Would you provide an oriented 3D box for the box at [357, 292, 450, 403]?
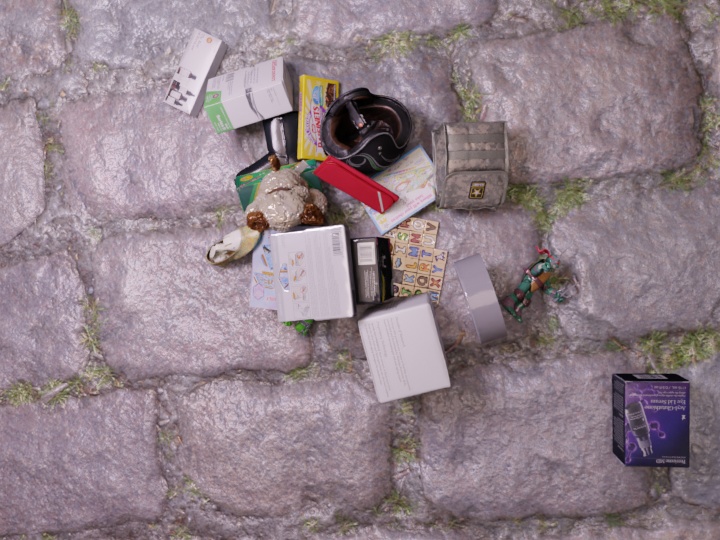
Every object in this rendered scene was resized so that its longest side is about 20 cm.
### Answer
[{"bbox_3d":[0.106,0.175,1.514,0.170,0.199,0.202,-15,93,7],"label":"box"}]

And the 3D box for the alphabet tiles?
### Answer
[{"bbox_3d":[0.129,-0.030,1.603,0.166,0.008,0.202,10,93,7],"label":"alphabet tiles"}]

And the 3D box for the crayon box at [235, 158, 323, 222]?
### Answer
[{"bbox_3d":[-0.191,-0.186,1.566,0.198,0.058,0.119,-14,130,-3],"label":"crayon box"}]

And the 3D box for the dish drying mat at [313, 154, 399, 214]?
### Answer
[{"bbox_3d":[-0.009,-0.197,1.505,0.199,0.077,0.018,28,52,-24],"label":"dish drying mat"}]

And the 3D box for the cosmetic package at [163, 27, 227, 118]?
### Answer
[{"bbox_3d":[-0.417,-0.498,1.631,0.082,0.051,0.201,25,94,4],"label":"cosmetic package"}]

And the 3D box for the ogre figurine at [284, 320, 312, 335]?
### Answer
[{"bbox_3d":[-0.169,0.050,1.601,0.120,0.098,0.201,-39,70,24],"label":"ogre figurine"}]

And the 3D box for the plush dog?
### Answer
[{"bbox_3d":[-0.171,-0.153,1.445,0.198,0.172,0.161,-11,128,-4],"label":"plush dog"}]

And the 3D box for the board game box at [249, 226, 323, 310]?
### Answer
[{"bbox_3d":[-0.170,-0.004,1.521,0.198,0.041,0.202,4,89,32],"label":"board game box"}]

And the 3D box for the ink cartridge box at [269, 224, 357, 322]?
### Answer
[{"bbox_3d":[-0.103,0.009,1.417,0.172,0.044,0.202,-6,91,14],"label":"ink cartridge box"}]

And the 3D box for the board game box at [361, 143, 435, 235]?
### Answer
[{"bbox_3d":[0.100,-0.196,1.583,0.199,0.034,0.135,-33,86,5],"label":"board game box"}]

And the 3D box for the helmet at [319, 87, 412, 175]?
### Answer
[{"bbox_3d":[0.018,-0.320,1.517,0.199,0.190,0.202,-1,88,34],"label":"helmet"}]

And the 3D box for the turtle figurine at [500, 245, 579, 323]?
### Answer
[{"bbox_3d":[0.425,0.029,1.528,0.200,0.101,0.149,-47,127,7],"label":"turtle figurine"}]

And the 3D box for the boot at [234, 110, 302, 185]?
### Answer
[{"bbox_3d":[-0.226,-0.303,1.600,0.198,0.076,0.170,-10,94,0],"label":"boot"}]

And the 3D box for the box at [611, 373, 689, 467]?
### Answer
[{"bbox_3d":[0.673,0.346,1.502,0.146,0.104,0.202,-2,91,6],"label":"box"}]

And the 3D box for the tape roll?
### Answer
[{"bbox_3d":[0.276,0.065,1.491,0.066,0.200,0.202,-19,89,8],"label":"tape roll"}]

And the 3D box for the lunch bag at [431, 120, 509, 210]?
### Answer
[{"bbox_3d":[0.257,-0.240,1.511,0.162,0.118,0.202,-3,91,-10],"label":"lunch bag"}]

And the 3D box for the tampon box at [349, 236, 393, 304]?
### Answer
[{"bbox_3d":[0.000,0.000,1.517,0.125,0.200,0.151,-3,92,12],"label":"tampon box"}]

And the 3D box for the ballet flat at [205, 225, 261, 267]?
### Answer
[{"bbox_3d":[-0.317,-0.059,1.575,0.199,0.070,0.071,-27,88,45],"label":"ballet flat"}]

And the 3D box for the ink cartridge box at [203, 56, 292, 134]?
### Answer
[{"bbox_3d":[-0.267,-0.425,1.562,0.198,0.147,0.084,-15,132,7],"label":"ink cartridge box"}]

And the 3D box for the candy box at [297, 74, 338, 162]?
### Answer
[{"bbox_3d":[-0.103,-0.369,1.583,0.101,0.026,0.202,0,92,-31],"label":"candy box"}]
